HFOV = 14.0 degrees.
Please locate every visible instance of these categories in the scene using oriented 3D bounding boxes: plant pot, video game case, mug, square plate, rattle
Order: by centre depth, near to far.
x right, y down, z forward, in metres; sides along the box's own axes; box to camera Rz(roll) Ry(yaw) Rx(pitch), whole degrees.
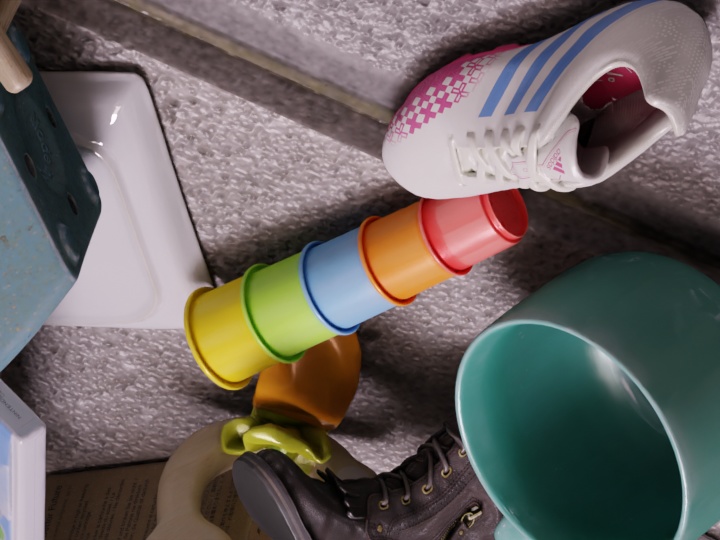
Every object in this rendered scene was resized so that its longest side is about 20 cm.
[{"bbox_3d":[-0.242,-0.027,1.447,0.199,0.196,0.197,-22,109,10],"label":"plant pot"},{"bbox_3d":[0.132,0.070,1.532,0.185,0.114,0.153,-12,107,51],"label":"mug"},{"bbox_3d":[-0.191,-0.030,1.580,0.199,0.029,0.199,0,140,14],"label":"square plate"},{"bbox_3d":[-0.065,0.136,1.606,0.130,0.200,0.143,47,144,4],"label":"rattle"},{"bbox_3d":[-0.243,0.089,1.655,0.182,0.022,0.200,42,149,23],"label":"video game case"}]

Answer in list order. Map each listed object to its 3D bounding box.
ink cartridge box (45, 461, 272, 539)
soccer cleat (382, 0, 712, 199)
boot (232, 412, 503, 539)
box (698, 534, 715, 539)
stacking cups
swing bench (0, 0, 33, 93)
[{"bbox_3d":[-0.129,0.211,1.716,0.164,0.201,0.075,-8,136,25],"label":"ink cartridge box"},{"bbox_3d":[0.082,-0.069,1.416,0.199,0.087,0.070,-26,128,37],"label":"soccer cleat"},{"bbox_3d":[0.037,0.106,1.599,0.069,0.174,0.200,34,169,50],"label":"boot"},{"bbox_3d":[0.144,0.210,1.777,0.144,0.036,0.200,28,139,-19],"label":"box"},{"bbox_3d":[0.000,0.000,1.550,0.199,0.061,0.060,-26,128,28],"label":"stacking cups"},{"bbox_3d":[-0.136,-0.217,1.269,0.198,0.130,0.200,-24,123,37],"label":"swing bench"}]
